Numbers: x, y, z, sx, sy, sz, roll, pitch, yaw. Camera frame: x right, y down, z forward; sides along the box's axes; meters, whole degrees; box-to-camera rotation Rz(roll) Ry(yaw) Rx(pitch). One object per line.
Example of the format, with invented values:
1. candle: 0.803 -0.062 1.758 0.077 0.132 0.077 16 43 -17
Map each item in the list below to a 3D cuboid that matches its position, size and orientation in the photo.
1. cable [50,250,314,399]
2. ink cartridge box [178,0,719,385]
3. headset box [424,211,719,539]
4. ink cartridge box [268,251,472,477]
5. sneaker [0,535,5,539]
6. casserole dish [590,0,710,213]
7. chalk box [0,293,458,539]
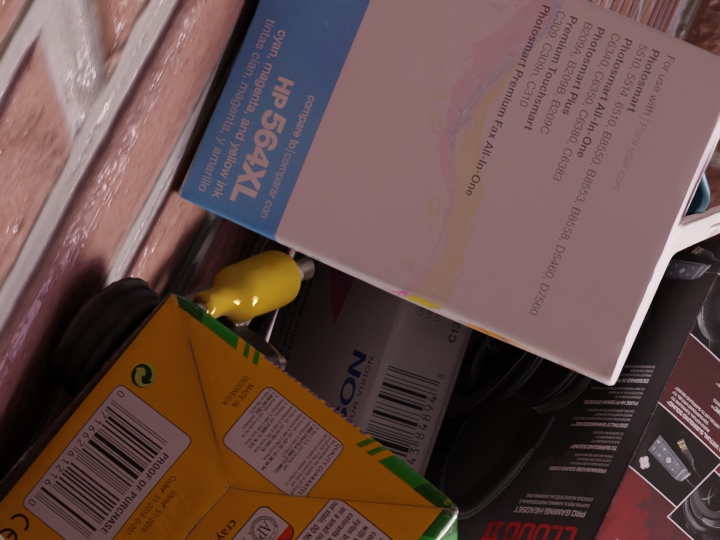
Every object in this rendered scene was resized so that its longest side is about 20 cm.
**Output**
1. cable: -0.080 0.032 0.866 0.097 0.050 0.200 -47 163 14
2. ink cartridge box: 0.054 -0.041 0.896 0.129 0.199 0.126 20 94 -82
3. headset box: 0.096 0.078 0.998 0.148 0.077 0.201 -4 -129 54
4. ink cartridge box: 0.000 0.000 1.062 0.200 0.043 0.198 19 -88 67
5. sneaker: -0.146 0.168 0.631 0.089 0.074 0.201 -45 147 -70
6. casserole dish: 0.076 -0.094 1.032 0.039 0.200 0.121 -38 171 -11
7. chalk box: -0.047 0.120 0.822 0.125 0.124 0.200 -50 163 -14
